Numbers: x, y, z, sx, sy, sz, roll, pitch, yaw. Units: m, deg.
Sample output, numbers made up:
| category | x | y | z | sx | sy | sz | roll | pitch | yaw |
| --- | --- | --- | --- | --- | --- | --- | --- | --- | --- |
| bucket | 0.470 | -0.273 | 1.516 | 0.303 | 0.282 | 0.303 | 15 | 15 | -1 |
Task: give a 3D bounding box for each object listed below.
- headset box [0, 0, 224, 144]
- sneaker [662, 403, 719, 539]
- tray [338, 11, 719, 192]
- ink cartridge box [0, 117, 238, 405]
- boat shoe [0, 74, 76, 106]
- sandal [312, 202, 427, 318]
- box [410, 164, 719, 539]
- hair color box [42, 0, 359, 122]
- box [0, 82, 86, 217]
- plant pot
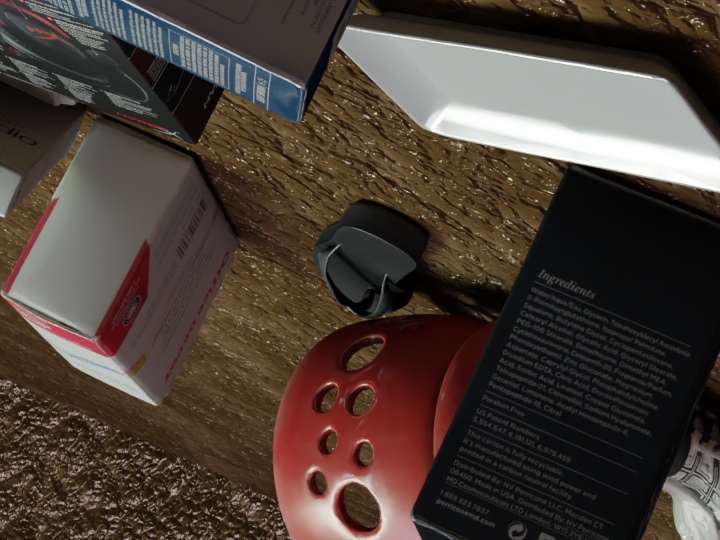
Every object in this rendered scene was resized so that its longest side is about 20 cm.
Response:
| category | x | y | z | sx | sy | sz | roll | pitch | yaw |
| --- | --- | --- | --- | --- | --- | --- | --- | --- | --- |
| headset box | -0.156 | -0.152 | 0.959 | 0.148 | 0.075 | 0.200 | 21 | 167 | 22 |
| sneaker | 0.235 | 0.118 | 1.335 | 0.087 | 0.076 | 0.200 | -20 | 130 | 24 |
| tray | 0.082 | -0.082 | 0.899 | 0.199 | 0.022 | 0.107 | 15 | 164 | 40 |
| ink cartridge box | -0.168 | -0.001 | 1.434 | 0.085 | 0.148 | 0.200 | 23 | 167 | 11 |
| boat shoe | -0.263 | -0.146 | 1.223 | 0.199 | 0.066 | 0.072 | 31 | 167 | -19 |
| sandal | -0.001 | 0.000 | 1.344 | 0.076 | 0.043 | 0.200 | 25 | 168 | 4 |
| box | 0.117 | 0.072 | 1.040 | 0.107 | 0.201 | 0.148 | 22 | 168 | 12 |
| hair color box | -0.091 | -0.150 | 0.784 | 0.199 | 0.100 | 0.061 | 26 | 169 | 0 |
| box | -0.264 | -0.103 | 1.276 | 0.144 | 0.036 | 0.200 | 26 | -166 | -4 |
| plant pot | 0.071 | 0.125 | 1.347 | 0.182 | 0.201 | 0.200 | -10 | 145 | 45 |
